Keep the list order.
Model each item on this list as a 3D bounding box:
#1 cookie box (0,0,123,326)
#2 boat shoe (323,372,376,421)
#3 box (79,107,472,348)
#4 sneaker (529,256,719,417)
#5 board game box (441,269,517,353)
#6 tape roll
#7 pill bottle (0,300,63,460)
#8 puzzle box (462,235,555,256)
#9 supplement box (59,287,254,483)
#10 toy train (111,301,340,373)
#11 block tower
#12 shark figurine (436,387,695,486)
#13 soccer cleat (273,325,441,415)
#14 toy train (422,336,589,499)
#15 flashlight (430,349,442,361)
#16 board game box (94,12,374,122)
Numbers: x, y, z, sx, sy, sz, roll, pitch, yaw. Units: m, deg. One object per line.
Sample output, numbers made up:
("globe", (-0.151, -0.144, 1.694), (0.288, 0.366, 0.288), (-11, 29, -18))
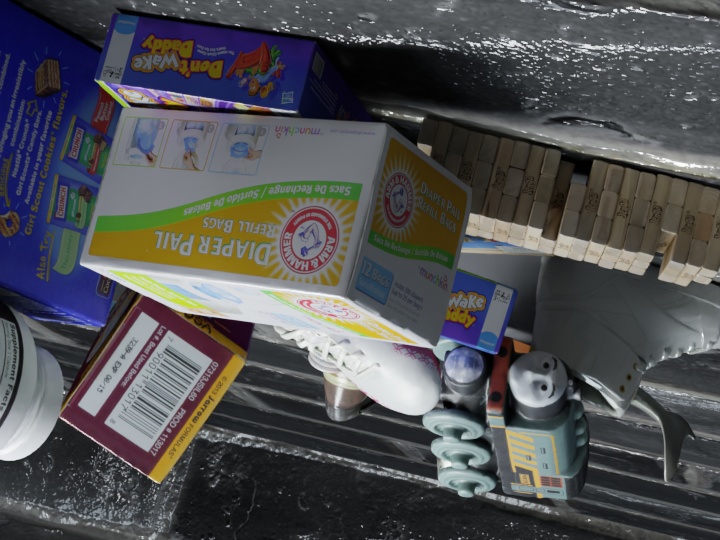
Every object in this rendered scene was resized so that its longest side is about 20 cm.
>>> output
("cookie box", (-0.234, -0.076, 1.072), (0.075, 0.173, 0.199), (0, 161, 41))
("boat shoe", (0.006, 0.090, 1.637), (0.073, 0.066, 0.200), (22, -161, 17))
("box", (-0.050, -0.027, 1.011), (0.198, 0.103, 0.112), (7, 167, 32))
("sneaker", (0.216, 0.059, 1.279), (0.198, 0.117, 0.074), (16, 167, -14))
("board game box", (0.000, 0.000, 1.178), (0.133, 0.045, 0.200), (19, -179, -27))
("tape roll", (0.109, 0.029, 1.392), (0.198, 0.067, 0.200), (15, 169, 3))
("pill bottle", (-0.277, 0.055, 1.037), (0.111, 0.114, 0.199), (6, 165, 36))
("puzzle box", (0.033, -0.045, 1.240), (0.132, 0.026, 0.199), (26, 164, -41))
("supplement box", (-0.136, 0.050, 1.207), (0.085, 0.111, 0.200), (35, -167, -9))
("toy train", (-0.108, 0.037, 1.392), (0.197, 0.151, 0.056), (11, 139, -10))
("block tower", (0.129, -0.041, 1.067), (0.198, 0.058, 0.054), (15, 168, 5))
("shark figurine", (0.164, 0.100, 1.370), (0.211, 0.130, 0.090), (-4, -168, 5))
("soccer cleat", (-0.024, 0.047, 1.322), (0.200, 0.070, 0.086), (42, -147, 27))
("toy train", (0.111, 0.109, 1.246), (0.112, 0.086, 0.201), (4, 153, 11))
("flashlight", (0.019, 0.045, 1.584), (0.198, 0.069, 0.068), (16, -165, -10))
("board game box", (-0.065, -0.095, 1.078), (0.133, 0.045, 0.200), (11, 168, 19))
